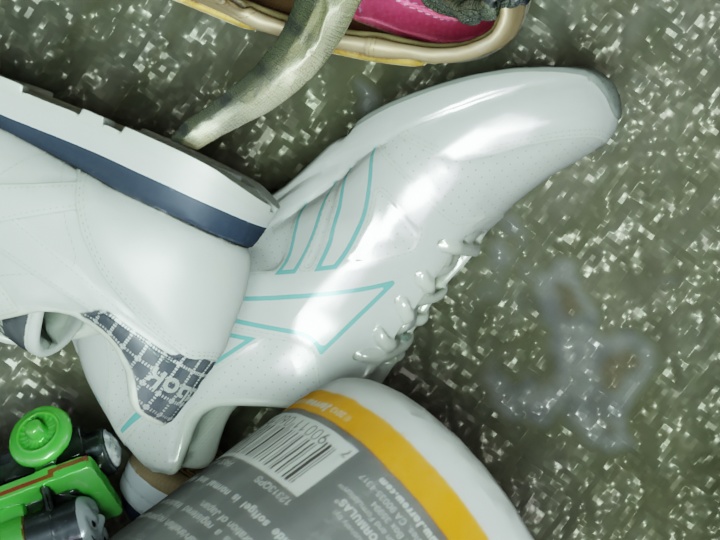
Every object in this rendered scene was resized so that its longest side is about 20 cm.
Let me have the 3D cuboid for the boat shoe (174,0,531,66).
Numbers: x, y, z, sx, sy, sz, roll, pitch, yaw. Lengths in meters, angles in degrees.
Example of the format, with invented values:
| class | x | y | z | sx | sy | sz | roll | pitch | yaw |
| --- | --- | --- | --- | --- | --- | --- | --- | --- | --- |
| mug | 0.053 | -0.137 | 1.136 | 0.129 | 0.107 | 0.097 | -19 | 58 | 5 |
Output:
| class | x | y | z | sx | sy | sz | roll | pitch | yaw |
| --- | --- | --- | --- | --- | --- | --- | --- | --- | --- |
| boat shoe | -0.038 | -0.115 | 0.727 | 0.198 | 0.069 | 0.074 | 16 | 105 | -3 |

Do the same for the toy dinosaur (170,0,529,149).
| class | x | y | z | sx | sy | sz | roll | pitch | yaw |
| --- | --- | --- | --- | --- | --- | --- | --- | --- | --- |
| toy dinosaur | 0.019 | -0.115 | 0.672 | 0.088 | 0.047 | 0.201 | 24 | 97 | 22 |

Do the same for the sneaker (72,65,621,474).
| class | x | y | z | sx | sy | sz | roll | pitch | yaw |
| --- | --- | --- | --- | --- | --- | --- | --- | --- | --- |
| sneaker | 0.000 | 0.000 | 0.748 | 0.199 | 0.070 | 0.081 | -27 | 76 | 14 |

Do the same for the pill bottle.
| class | x | y | z | sx | sy | sz | roll | pitch | yaw |
| --- | --- | --- | --- | --- | --- | --- | --- | --- | --- |
| pill bottle | -0.047 | 0.129 | 0.665 | 0.199 | 0.116 | 0.117 | -36 | 103 | -21 |

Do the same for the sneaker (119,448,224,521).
| class | x | y | z | sx | sy | sz | roll | pitch | yaw |
| --- | --- | --- | --- | --- | --- | --- | --- | --- | --- |
| sneaker | -0.011 | 0.145 | 0.796 | 0.199 | 0.070 | 0.109 | 29 | 102 | -9 |

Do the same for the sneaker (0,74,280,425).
| class | x | y | z | sx | sy | sz | roll | pitch | yaw |
| --- | --- | --- | --- | --- | --- | --- | --- | --- | --- |
| sneaker | -0.125 | -0.024 | 0.721 | 0.199 | 0.076 | 0.081 | 23 | 95 | 22 |

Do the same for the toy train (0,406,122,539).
| class | x | y | z | sx | sy | sz | roll | pitch | yaw |
| --- | --- | --- | --- | --- | --- | --- | --- | --- | --- |
| toy train | -0.168 | 0.101 | 0.754 | 0.199 | 0.057 | 0.042 | -20 | 138 | 7 |
